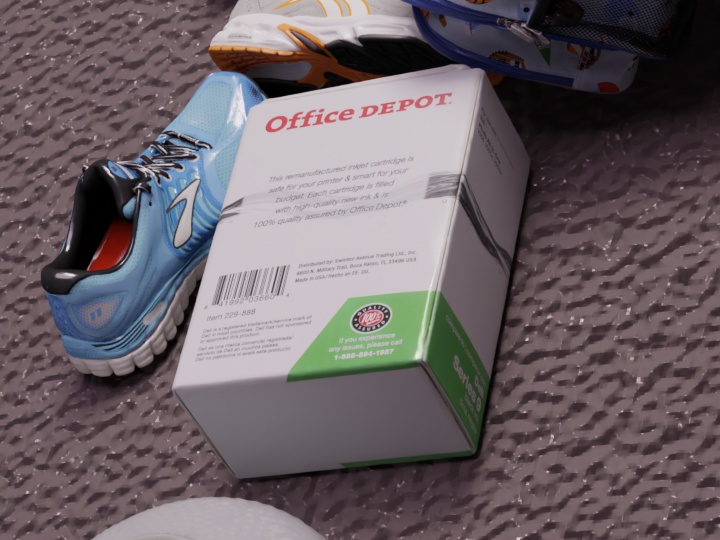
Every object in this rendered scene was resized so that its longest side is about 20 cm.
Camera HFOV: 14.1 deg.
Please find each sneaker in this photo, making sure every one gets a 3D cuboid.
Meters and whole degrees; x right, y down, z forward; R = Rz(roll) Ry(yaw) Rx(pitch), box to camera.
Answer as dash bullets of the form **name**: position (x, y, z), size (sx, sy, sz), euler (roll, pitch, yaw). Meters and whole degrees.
- **sneaker**: position (-0.112, -0.040, 1.626), size (0.078, 0.090, 0.201), euler (7, 54, 35)
- **sneaker**: position (0.005, -0.152, 1.662), size (0.199, 0.076, 0.092), euler (4, 65, 33)

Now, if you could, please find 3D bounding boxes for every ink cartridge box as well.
- **ink cartridge box**: position (0.000, 0.000, 1.526), size (0.145, 0.084, 0.201), euler (-7, 48, 26)

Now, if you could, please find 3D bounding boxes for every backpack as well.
- **backpack**: position (0.092, -0.196, 1.551), size (0.189, 0.155, 0.200), euler (16, 36, -9)

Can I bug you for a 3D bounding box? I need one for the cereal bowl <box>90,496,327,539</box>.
- **cereal bowl**: position (-0.094, 0.189, 1.411), size (0.199, 0.083, 0.201), euler (-17, 43, 17)
